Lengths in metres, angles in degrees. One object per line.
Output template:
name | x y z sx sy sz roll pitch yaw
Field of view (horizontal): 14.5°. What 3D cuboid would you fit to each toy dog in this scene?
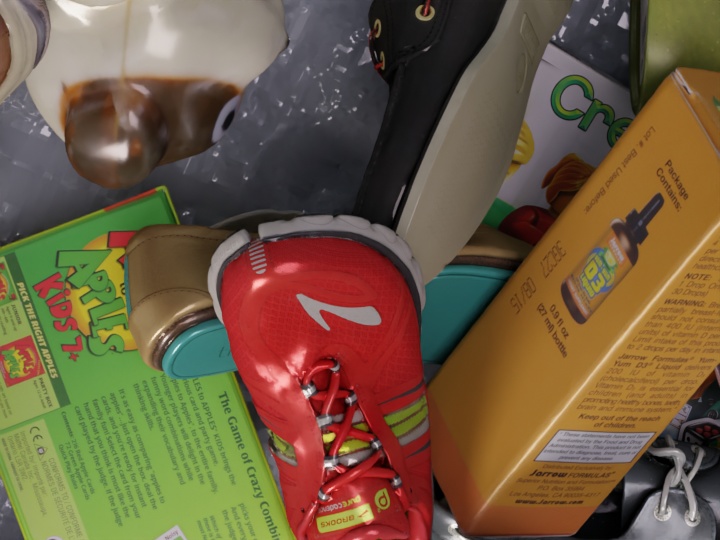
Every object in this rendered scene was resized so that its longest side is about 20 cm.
toy dog | -0.108 -0.128 1.050 0.194 0.140 0.200 -30 111 9

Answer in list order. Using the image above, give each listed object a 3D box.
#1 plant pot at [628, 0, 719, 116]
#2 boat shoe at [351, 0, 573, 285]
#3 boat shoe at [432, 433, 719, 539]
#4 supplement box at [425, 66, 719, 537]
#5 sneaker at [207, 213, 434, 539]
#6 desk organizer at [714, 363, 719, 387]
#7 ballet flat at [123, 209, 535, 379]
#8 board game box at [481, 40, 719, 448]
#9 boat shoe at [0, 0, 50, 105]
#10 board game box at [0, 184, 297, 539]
plant pot | 0.209 -0.103 1.113 0.199 0.187 0.188 2 106 0
boat shoe | 0.036 -0.085 1.091 0.063 0.074 0.202 14 67 17
boat shoe | 0.119 0.102 1.165 0.199 0.073 0.062 -3 139 13
supplement box | 0.099 0.016 1.079 0.069 0.067 0.200 4 136 -36
sneaker | -0.002 0.058 1.036 0.077 0.085 0.200 -14 138 4
desk organizer | 0.247 0.030 1.154 0.200 0.077 0.072 -13 84 -31
ballet flat | 0.000 0.000 1.106 0.199 0.063 0.069 -2 143 -31
board game box | 0.109 -0.005 1.183 0.200 0.035 0.126 29 99 -18
boat shoe | -0.176 -0.050 1.039 0.076 0.200 0.072 39 55 6
board game box | -0.089 0.079 1.120 0.101 0.048 0.201 -20 86 -6
